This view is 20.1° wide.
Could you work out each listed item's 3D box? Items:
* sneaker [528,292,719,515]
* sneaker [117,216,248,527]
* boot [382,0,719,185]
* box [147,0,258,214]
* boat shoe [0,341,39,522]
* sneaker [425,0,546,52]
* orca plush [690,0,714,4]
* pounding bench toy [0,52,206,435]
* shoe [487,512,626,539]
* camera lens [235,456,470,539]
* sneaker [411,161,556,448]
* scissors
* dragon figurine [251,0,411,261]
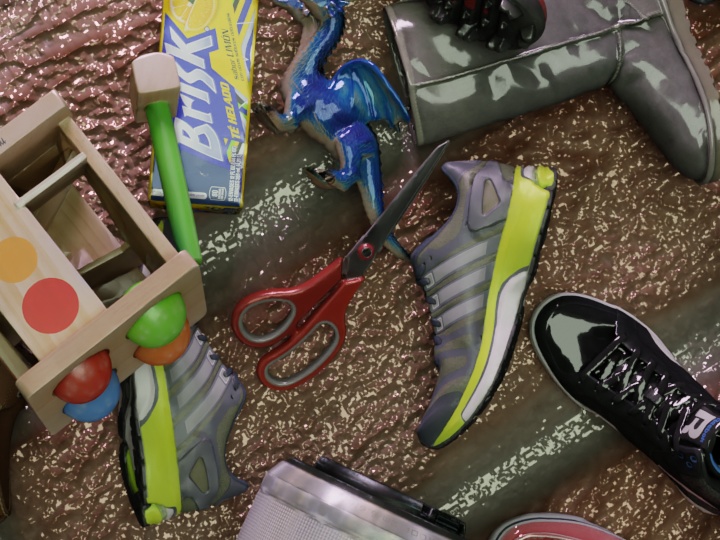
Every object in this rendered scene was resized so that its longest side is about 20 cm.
[{"bbox_3d":[0.204,0.085,1.349,0.200,0.112,0.073,42,82,-5],"label":"sneaker"},{"bbox_3d":[-0.119,0.065,1.335,0.081,0.074,0.201,-3,91,-22],"label":"sneaker"},{"bbox_3d":[0.130,-0.120,1.367,0.199,0.073,0.183,-16,77,-15],"label":"boot"},{"bbox_3d":[-0.102,-0.139,1.335,0.064,0.070,0.201,4,87,-5],"label":"box"},{"bbox_3d":[-0.237,0.066,1.309,0.068,0.072,0.201,-8,89,-7],"label":"boat shoe"},{"bbox_3d":[0.058,-0.227,1.342,0.200,0.071,0.098,42,57,17],"label":"sneaker"},{"bbox_3d":[0.243,-0.248,1.404,0.199,0.071,0.105,28,129,-2],"label":"orca plush"},{"bbox_3d":[-0.151,-0.018,1.232,0.200,0.124,0.156,-39,80,-10],"label":"pounding bench toy"},{"bbox_3d":[0.183,0.218,1.352,0.199,0.091,0.072,23,85,-7],"label":"shoe"},{"bbox_3d":[-0.020,0.231,1.289,0.159,0.160,0.201,25,85,-6],"label":"camera lens"},{"bbox_3d":[0.069,0.019,1.351,0.081,0.074,0.201,17,89,9],"label":"sneaker"},{"bbox_3d":[0.000,0.000,1.347,0.200,0.014,0.073,-39,107,5],"label":"scissors"},{"bbox_3d":[-0.004,-0.105,1.353,0.099,0.059,0.200,-41,93,-7],"label":"dragon figurine"}]
